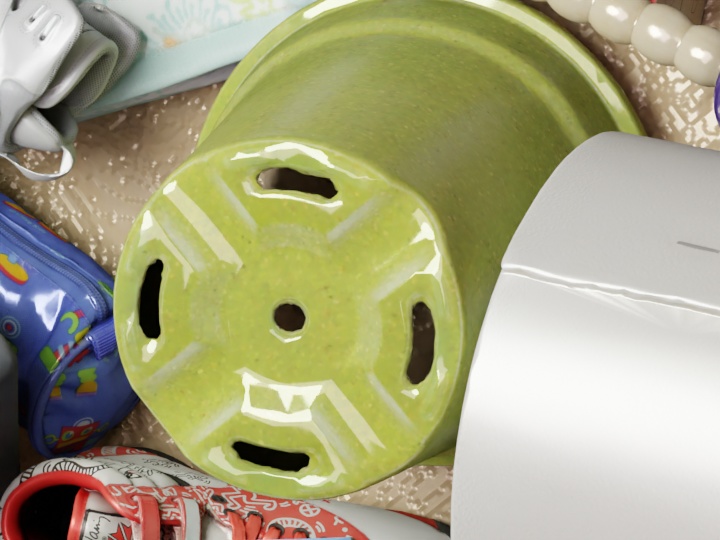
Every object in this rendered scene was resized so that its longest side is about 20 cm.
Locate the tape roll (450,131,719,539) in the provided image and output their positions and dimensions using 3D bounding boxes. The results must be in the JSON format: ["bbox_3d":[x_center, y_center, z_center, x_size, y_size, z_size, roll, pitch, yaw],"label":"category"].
[{"bbox_3d":[0.135,0.059,1.040,0.139,0.203,0.203,12,96,25],"label":"tape roll"}]

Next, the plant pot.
[{"bbox_3d":[0.000,0.000,1.087,0.200,0.184,0.201,4,103,16],"label":"plant pot"}]

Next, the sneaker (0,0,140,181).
[{"bbox_3d":[-0.144,-0.135,1.188,0.115,0.075,0.200,15,93,18],"label":"sneaker"}]

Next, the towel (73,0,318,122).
[{"bbox_3d":[-0.108,-0.154,1.233,0.200,0.048,0.171,-14,86,24],"label":"towel"}]

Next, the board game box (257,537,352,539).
[{"bbox_3d":[-0.043,0.189,1.149,0.151,0.037,0.200,-4,128,25],"label":"board game box"}]

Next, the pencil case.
[{"bbox_3d":[-0.175,-0.007,1.246,0.200,0.078,0.087,38,142,19],"label":"pencil case"}]

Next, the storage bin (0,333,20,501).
[{"bbox_3d":[-0.204,0.082,1.159,0.134,0.200,0.146,-41,76,-20],"label":"storage bin"}]

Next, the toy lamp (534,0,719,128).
[{"bbox_3d":[0.071,-0.111,1.082,0.200,0.058,0.058,27,102,19],"label":"toy lamp"}]

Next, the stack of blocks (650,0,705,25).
[{"bbox_3d":[0.093,-0.205,1.133,0.115,0.059,0.200,14,97,24],"label":"stack of blocks"}]

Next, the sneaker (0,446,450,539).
[{"bbox_3d":[-0.050,0.121,1.175,0.201,0.108,0.067,16,97,24],"label":"sneaker"}]
